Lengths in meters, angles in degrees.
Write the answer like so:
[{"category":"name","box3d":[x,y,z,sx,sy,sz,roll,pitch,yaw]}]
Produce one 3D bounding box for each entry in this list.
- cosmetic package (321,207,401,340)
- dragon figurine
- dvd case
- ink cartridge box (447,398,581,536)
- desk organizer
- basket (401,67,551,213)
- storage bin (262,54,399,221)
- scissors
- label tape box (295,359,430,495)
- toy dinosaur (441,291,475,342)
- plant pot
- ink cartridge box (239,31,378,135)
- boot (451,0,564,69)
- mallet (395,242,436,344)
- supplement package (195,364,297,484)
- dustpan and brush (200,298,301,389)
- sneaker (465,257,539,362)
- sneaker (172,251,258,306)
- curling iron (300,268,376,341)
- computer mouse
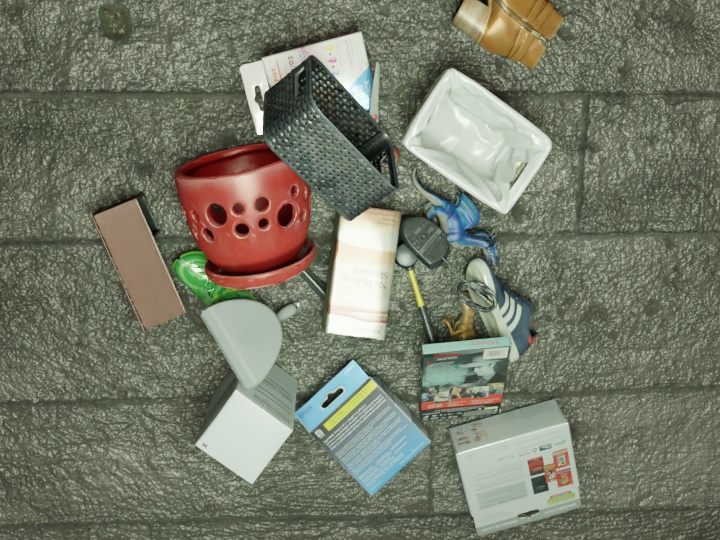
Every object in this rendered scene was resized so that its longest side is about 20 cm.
[{"category":"cosmetic package","box3d":[0.000,0.000,1.260,0.101,0.087,0.205,6,94,-7]},{"category":"dragon figurine","box3d":[0.156,-0.092,1.276,0.098,0.059,0.203,-26,104,3]},{"category":"dvd case","box3d":[0.169,0.183,1.307,0.143,0.022,0.202,-6,139,-1]},{"category":"ink cartridge box","box3d":[0.268,0.342,1.370,0.196,0.084,0.179,-15,110,1]},{"category":"desk organizer","box3d":[-0.347,-0.015,1.264,0.076,0.072,0.203,-21,104,0]},{"category":"basket","box3d":[0.172,-0.202,1.218,0.198,0.124,0.137,33,100,-9]},{"category":"storage bin","box3d":[-0.042,-0.187,1.135,0.093,0.137,0.200,-31,129,23]},{"category":"scissors","box3d":[0.014,-0.223,1.208,0.072,0.014,0.202,-15,138,1]},{"category":"label tape box","box3d":[0.003,0.260,1.351,0.143,0.066,0.200,-42,99,7]},{"category":"toy dinosaur","box3d":[0.172,0.140,1.332,0.104,0.060,0.204,-9,104,-2]},{"category":"plant pot","box3d":[-0.167,-0.082,1.196,0.196,0.201,0.186,-8,112,-1]},{"category":"ink cartridge box","box3d":[-0.081,-0.283,1.213,0.196,0.068,0.117,-15,105,0]},{"category":"boot","box3d":[0.247,-0.423,1.198,0.153,0.074,0.202,27,113,-7]},{"category":"mallet","box3d":[0.096,0.050,1.276,0.040,0.066,0.204,-17,84,0]},{"category":"supplement package","box3d":[-0.176,0.224,1.262,0.109,0.200,0.114,36,100,-10]},{"category":"dustpan and brush","box3d":[-0.153,0.089,1.246,0.057,0.199,0.141,-33,89,50]},{"category":"sneaker","box3d":[0.239,0.051,1.305,0.084,0.075,0.202,-32,121,-12]},{"category":"sneaker","box3d":[-0.217,0.044,1.277,0.200,0.084,0.074,43,98,-11]},{"category":"curling iron","box3d":[-0.039,0.046,1.318,0.199,0.026,0.050,40,86,-9]},{"category":"computer mouse","box3d":[0.137,-0.008,1.239,0.059,0.034,0.200,-43,89,-13]}]
